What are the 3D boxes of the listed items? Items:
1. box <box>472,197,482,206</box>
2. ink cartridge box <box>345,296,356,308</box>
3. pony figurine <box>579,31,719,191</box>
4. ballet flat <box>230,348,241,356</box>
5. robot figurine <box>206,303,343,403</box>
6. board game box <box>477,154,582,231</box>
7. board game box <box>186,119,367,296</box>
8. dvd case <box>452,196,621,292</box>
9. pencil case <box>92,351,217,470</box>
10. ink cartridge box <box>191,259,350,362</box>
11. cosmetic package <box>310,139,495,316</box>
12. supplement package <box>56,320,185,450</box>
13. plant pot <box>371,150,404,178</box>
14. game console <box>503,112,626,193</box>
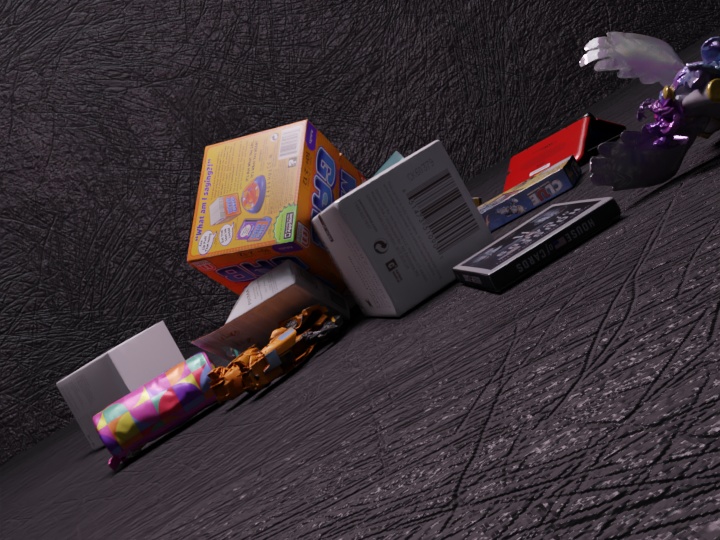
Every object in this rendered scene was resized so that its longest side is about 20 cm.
[{"bbox_3d":[0.136,-0.098,1.478,0.074,0.051,0.198,-1,6,38],"label":"box"},{"bbox_3d":[-0.047,0.013,1.522,0.174,0.045,0.199,12,35,44],"label":"ink cartridge box"},{"bbox_3d":[0.331,-0.168,0.846,0.189,0.170,0.200,2,-4,-7],"label":"pony figurine"},{"bbox_3d":[-0.184,0.117,1.581,0.073,0.075,0.200,-29,4,21],"label":"ballet flat"},{"bbox_3d":[-0.112,0.109,1.178,0.144,0.059,0.199,-26,7,45],"label":"robot figurine"},{"bbox_3d":[0.255,-0.114,1.369,0.198,0.035,0.135,-29,4,26],"label":"board game box"},{"bbox_3d":[-0.123,-0.080,1.332,0.196,0.204,0.200,-8,-26,28],"label":"board game box"},{"bbox_3d":[0.183,-0.029,0.925,0.149,0.025,0.200,-32,3,-3],"label":"dvd case"},{"bbox_3d":[-0.292,0.203,1.242,0.198,0.089,0.088,-34,5,-12],"label":"pencil case"},{"bbox_3d":[-0.137,0.074,1.292,0.198,0.048,0.160,-28,-33,19],"label":"ink cartridge box"},{"bbox_3d":[0.052,-0.049,1.142,0.163,0.167,0.200,-31,3,-12],"label":"cosmetic package"},{"bbox_3d":[-0.451,0.223,1.645,0.198,0.154,0.150,-27,4,37],"label":"supplement package"},{"bbox_3d":[0.086,-0.142,1.936,0.161,0.201,0.201,-41,3,5],"label":"plant pot"},{"bbox_3d":[0.390,-0.205,1.621,0.199,0.118,0.175,-27,36,48],"label":"game console"}]
